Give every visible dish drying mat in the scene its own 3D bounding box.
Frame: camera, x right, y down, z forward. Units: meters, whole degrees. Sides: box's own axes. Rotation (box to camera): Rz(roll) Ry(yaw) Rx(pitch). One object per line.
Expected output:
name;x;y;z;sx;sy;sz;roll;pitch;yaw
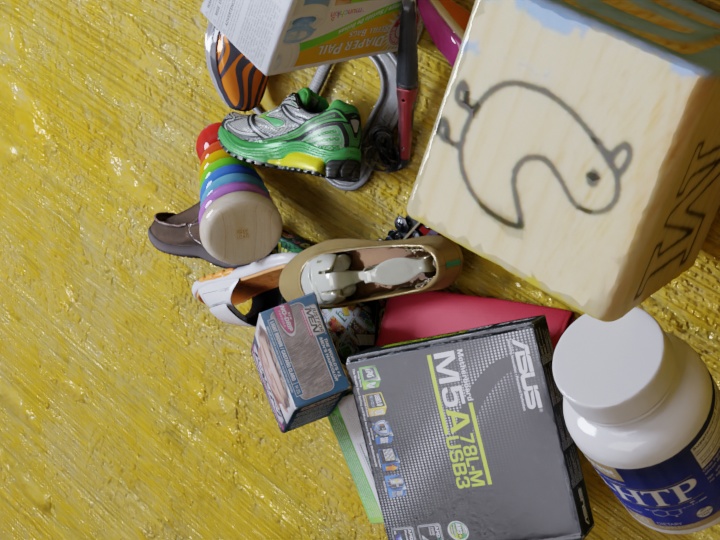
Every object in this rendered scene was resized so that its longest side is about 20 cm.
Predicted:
dish drying mat;0.105;0.062;1.273;0.199;0.018;0.077;7;78;35

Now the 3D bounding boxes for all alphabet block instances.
alphabet block;0.181;-0.109;1.029;0.195;0.196;0.201;30;118;25

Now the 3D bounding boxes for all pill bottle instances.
pill bottle;0.230;0.117;1.065;0.119;0.120;0.200;15;156;41

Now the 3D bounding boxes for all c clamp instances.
c clamp;-0.032;-0.174;1.365;0.171;0.027;0.200;53;134;19

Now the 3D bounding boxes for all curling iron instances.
curling iron;0.034;-0.170;1.265;0.201;0.049;0.026;100;162;-44

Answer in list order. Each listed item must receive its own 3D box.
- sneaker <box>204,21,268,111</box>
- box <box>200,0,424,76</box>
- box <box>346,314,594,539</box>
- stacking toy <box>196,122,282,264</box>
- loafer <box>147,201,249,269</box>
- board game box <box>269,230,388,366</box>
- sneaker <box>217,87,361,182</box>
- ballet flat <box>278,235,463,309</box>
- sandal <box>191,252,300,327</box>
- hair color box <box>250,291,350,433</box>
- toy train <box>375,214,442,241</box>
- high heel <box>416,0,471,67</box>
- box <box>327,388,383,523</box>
sneaker;-0.095;-0.253;1.366;0.112;0.077;0.201;23;118;39
box;-0.027;-0.261;1.208;0.101;0.199;0.113;46;132;25
box;0.099;0.156;1.224;0.192;0.047;0.201;-11;93;29
stacking toy;-0.140;-0.096;1.420;0.201;0.085;0.086;-110;32;-50
loafer;-0.168;-0.048;1.514;0.199;0.073;0.072;13;101;45
board game box;-0.039;0.033;1.421;0.200;0.023;0.106;28;123;47
sneaker;-0.067;-0.142;1.359;0.199;0.078;0.086;13;93;42
ballet flat;0.000;0.000;1.298;0.199;0.063;0.069;-11;94;23
sandal;-0.114;0.028;1.430;0.206;0.079;0.060;-20;68;52
hair color box;-0.064;0.097;1.340;0.200;0.060;0.101;117;132;-74
toy train;0.064;-0.048;1.304;0.046;0.034;0.200;49;136;7
high heel;0.098;-0.158;1.215;0.200;0.067;0.096;49;122;5
box;0.034;0.184;1.366;0.200;0.036;0.145;-25;87;63
